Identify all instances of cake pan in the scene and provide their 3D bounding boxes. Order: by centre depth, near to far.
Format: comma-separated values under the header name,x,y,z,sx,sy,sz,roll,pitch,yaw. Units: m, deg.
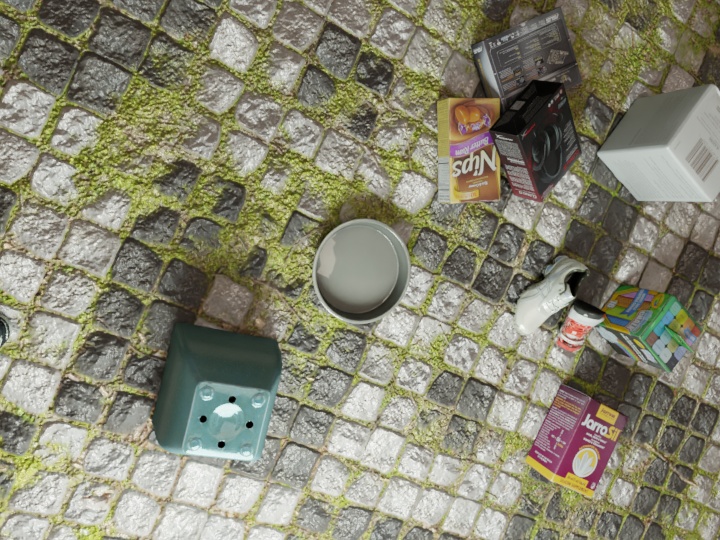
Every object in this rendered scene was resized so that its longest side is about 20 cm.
name,x,y,z,sx,sy,sz,roll,pitch,yaw
cake pan,0.000,0.000,1.100,0.199,0.037,0.202,-3,98,-19

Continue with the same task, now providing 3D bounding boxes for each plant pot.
name,x,y,z,sx,sy,sz,roll,pitch,yaw
plant pot,-0.235,0.218,0.963,0.194,0.200,0.198,13,92,-19

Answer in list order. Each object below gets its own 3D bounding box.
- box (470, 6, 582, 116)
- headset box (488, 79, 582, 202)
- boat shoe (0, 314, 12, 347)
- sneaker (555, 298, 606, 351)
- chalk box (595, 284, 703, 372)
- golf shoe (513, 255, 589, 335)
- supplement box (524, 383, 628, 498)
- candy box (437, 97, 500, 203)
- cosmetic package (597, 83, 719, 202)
name,x,y,z,sx,sy,sz,roll,pitch,yaw
box,0.337,-0.416,1.154,0.199,0.048,0.159,-28,107,-13
headset box,0.353,-0.246,1.134,0.149,0.077,0.200,-47,131,-13
boat shoe,-0.632,0.154,0.892,0.075,0.060,0.201,35,85,-20
sneaker,0.458,0.122,1.201,0.067,0.201,0.109,24,98,16
chalk box,0.638,0.126,1.247,0.125,0.200,0.124,44,83,-19
golf shoe,0.405,0.056,1.215,0.078,0.097,0.201,38,86,-20
supplement box,0.483,0.379,1.280,0.130,0.103,0.201,26,88,-19
candy box,0.215,-0.236,1.133,0.116,0.056,0.202,-6,100,-19
cosmetic package,0.654,-0.259,1.202,0.167,0.200,0.167,39,85,-19
